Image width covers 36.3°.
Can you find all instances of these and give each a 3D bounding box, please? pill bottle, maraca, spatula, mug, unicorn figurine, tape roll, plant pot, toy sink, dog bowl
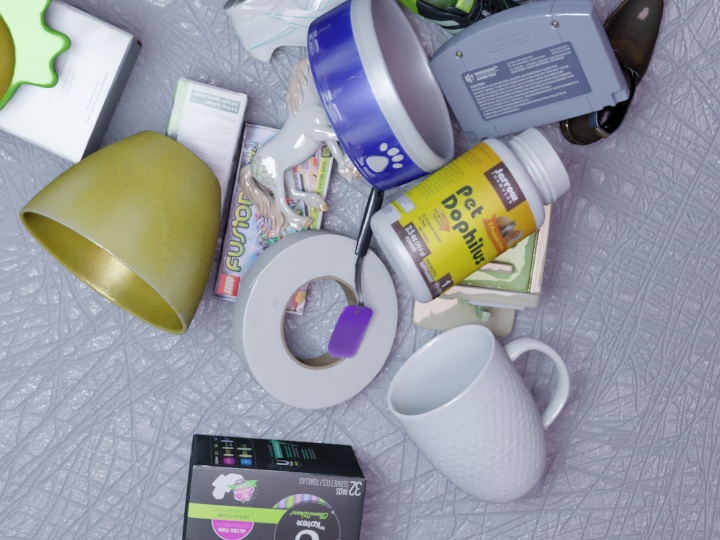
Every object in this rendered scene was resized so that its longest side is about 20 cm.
[{"bbox_3d":[0.116,-0.062,1.144,0.198,0.109,0.110,-34,102,-2],"label":"pill bottle"},{"bbox_3d":[-0.370,-0.202,1.016,0.197,0.107,0.139,-20,108,-4],"label":"maraca"},{"bbox_3d":[0.000,0.000,1.232,0.056,0.020,0.204,7,94,-50],"label":"spatula"},{"bbox_3d":[0.156,0.162,1.276,0.199,0.148,0.176,-38,112,-3],"label":"mug"},{"bbox_3d":[-0.057,-0.141,1.196,0.200,0.074,0.138,-42,89,3],"label":"unicorn figurine"},{"bbox_3d":[-0.050,0.056,1.253,0.199,0.037,0.207,-6,104,-26],"label":"tape roll"},{"bbox_3d":[-0.218,-0.052,1.103,0.199,0.200,0.143,38,71,-11],"label":"plant pot"},{"bbox_3d":[0.139,-0.018,1.262,0.128,0.112,0.204,7,98,-8],"label":"toy sink"},{"bbox_3d":[0.024,-0.191,1.169,0.078,0.200,0.203,-22,102,20],"label":"dog bowl"}]

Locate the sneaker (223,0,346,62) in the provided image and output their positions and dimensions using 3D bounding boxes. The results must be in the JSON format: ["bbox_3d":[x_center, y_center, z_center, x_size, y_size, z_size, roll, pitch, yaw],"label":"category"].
[{"bbox_3d":[-0.049,-0.299,1.222,0.197,0.071,0.081,-23,116,-1],"label":"sneaker"}]

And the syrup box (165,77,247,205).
[{"bbox_3d":[-0.184,-0.104,1.219,0.077,0.081,0.204,13,96,-6],"label":"syrup box"}]

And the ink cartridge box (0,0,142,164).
[{"bbox_3d":[-0.349,-0.219,1.145,0.197,0.145,0.147,25,95,-10],"label":"ink cartridge box"}]

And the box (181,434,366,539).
[{"bbox_3d":[-0.105,0.282,1.269,0.196,0.124,0.152,5,98,-10],"label":"box"}]

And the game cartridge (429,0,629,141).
[{"bbox_3d":[0.181,-0.221,1.205,0.197,0.041,0.134,-11,129,33],"label":"game cartridge"}]

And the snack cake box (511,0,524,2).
[{"bbox_3d":[0.264,-0.379,1.247,0.196,0.067,0.117,-10,98,-7],"label":"snack cake box"}]

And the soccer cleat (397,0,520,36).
[{"bbox_3d":[0.124,-0.290,1.233,0.197,0.081,0.069,22,95,-11],"label":"soccer cleat"}]

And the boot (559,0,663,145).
[{"bbox_3d":[0.306,-0.233,1.260,0.074,0.097,0.203,25,95,-11],"label":"boot"}]

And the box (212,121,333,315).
[{"bbox_3d":[-0.099,-0.059,1.261,0.108,0.035,0.204,10,97,-9],"label":"box"}]
